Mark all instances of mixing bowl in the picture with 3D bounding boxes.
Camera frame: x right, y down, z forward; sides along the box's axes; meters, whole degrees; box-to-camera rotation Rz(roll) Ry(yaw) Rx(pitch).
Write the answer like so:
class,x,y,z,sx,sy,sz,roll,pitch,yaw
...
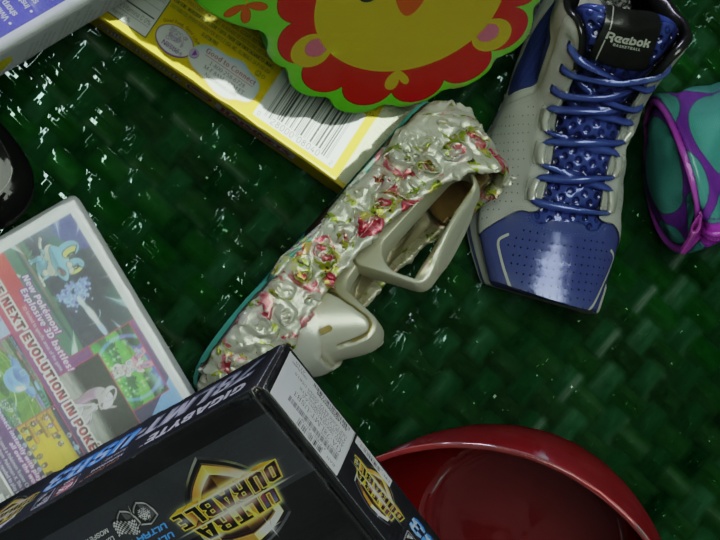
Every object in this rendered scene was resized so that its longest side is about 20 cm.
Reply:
class,x,y,z,sx,sy,sz,roll,pitch,yaw
mixing bowl,0.067,0.150,1.191,0.200,0.108,0.201,6,114,14

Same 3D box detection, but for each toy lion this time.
class,x,y,z,sx,sy,sz,roll,pitch,yaw
toy lion,0.000,-0.155,1.179,0.199,0.192,0.069,-2,46,-22

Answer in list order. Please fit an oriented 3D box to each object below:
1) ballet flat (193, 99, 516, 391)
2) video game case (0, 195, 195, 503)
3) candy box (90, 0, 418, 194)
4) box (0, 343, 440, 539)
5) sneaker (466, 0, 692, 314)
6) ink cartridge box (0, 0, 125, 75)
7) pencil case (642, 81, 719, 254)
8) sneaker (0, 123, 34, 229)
class,x,y,z,sx,sy,sz,roll,pitch,yaw
ballet flat,0.000,0.000,1.223,0.064,0.076,0.200,37,83,23
video game case,-0.167,0.093,1.216,0.182,0.023,0.200,-31,88,-14
candy box,-0.056,-0.131,1.266,0.200,0.026,0.102,35,74,-5
box,-0.056,0.159,1.140,0.200,0.050,0.199,-29,104,27
sneaker,0.110,-0.084,1.248,0.080,0.115,0.200,12,80,-9
ink cartridge box,-0.210,-0.185,1.193,0.200,0.047,0.198,-34,80,-27
pencil case,0.247,-0.061,1.288,0.199,0.085,0.093,-8,56,-12
sneaker,-0.242,-0.090,1.190,0.200,0.090,0.070,39,77,-4
